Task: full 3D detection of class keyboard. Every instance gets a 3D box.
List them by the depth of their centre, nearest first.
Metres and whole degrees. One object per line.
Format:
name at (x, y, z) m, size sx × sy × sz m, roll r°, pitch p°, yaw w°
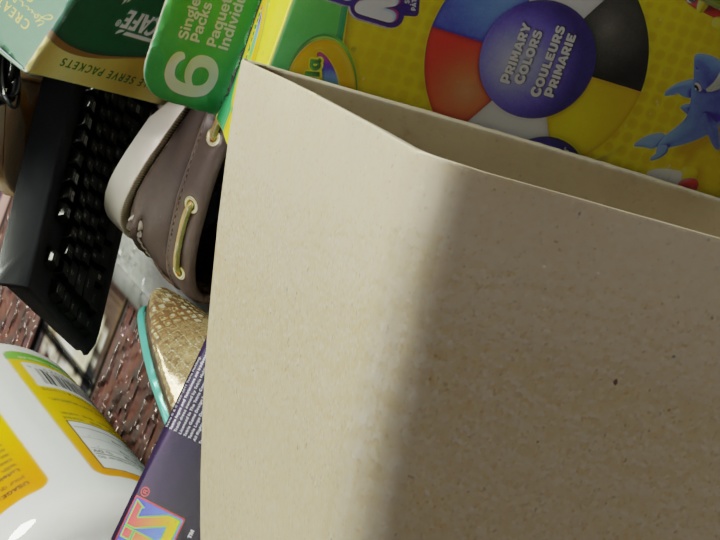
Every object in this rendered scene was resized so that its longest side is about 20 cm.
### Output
keyboard at (-0.117, -0.079, 1.081) m, size 0.021 × 0.127 × 0.201 m, roll -3°, pitch 63°, yaw 24°

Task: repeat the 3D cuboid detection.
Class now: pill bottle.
pill bottle at (-0.130, 0.120, 1.083) m, size 0.200 × 0.111 × 0.111 m, roll 42°, pitch 117°, yaw 53°

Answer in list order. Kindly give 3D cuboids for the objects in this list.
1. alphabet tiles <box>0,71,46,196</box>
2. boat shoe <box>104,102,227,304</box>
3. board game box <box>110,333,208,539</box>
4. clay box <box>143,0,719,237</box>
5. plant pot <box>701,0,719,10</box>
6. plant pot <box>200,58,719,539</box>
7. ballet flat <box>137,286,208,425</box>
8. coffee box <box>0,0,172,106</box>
alphabet tiles at (-0.135, -0.128, 1.089) m, size 0.015 × 0.200 × 0.197 m, roll 1°, pitch 86°, yaw 24°
boat shoe at (-0.032, -0.076, 1.041) m, size 0.060 × 0.072 × 0.200 m, roll 49°, pitch 119°, yaw 28°
board game box at (-0.036, 0.121, 0.886) m, size 0.057 × 0.165 × 0.201 m, roll 23°, pitch 84°, yaw 22°
clay box at (0.041, -0.075, 0.832) m, size 0.048 × 0.199 × 0.115 m, roll -123°, pitch 51°, yaw -65°
plant pot at (0.167, -0.155, 0.719) m, size 0.200 × 0.200 × 0.191 m, roll 27°, pitch 92°, yaw 51°
plant pot at (0.055, 0.062, 0.737) m, size 0.200 × 0.199 × 0.178 m, roll -144°, pitch 70°, yaw -71°
ballet flat at (-0.035, 0.085, 1.030) m, size 0.065 × 0.070 × 0.201 m, roll -27°, pitch 61°, yaw 16°
coffee box at (-0.057, -0.158, 1.011) m, size 0.044 × 0.123 × 0.200 m, roll 41°, pitch 103°, yaw 23°
